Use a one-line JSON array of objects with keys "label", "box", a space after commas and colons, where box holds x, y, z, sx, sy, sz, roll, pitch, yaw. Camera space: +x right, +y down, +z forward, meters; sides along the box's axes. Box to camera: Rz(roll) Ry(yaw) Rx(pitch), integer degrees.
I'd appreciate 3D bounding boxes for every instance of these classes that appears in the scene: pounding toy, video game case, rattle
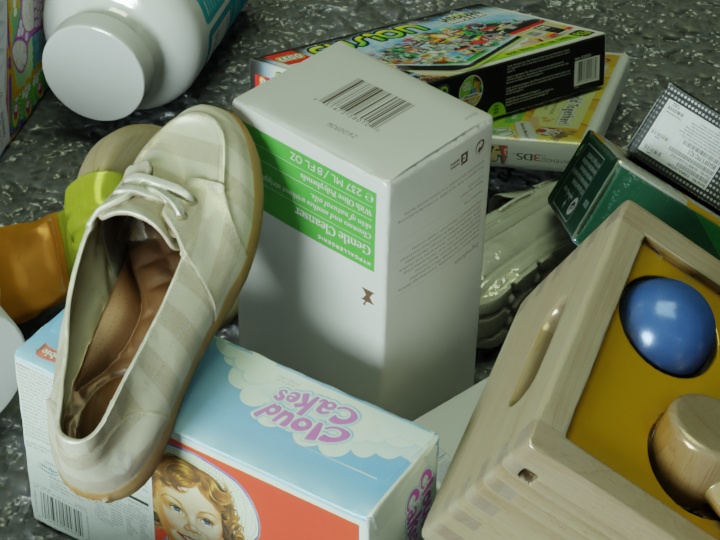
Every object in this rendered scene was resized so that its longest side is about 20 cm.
[{"label": "pounding toy", "box": [0.150, 0.097, 0.857, 0.184, 0.142, 0.200, 34, 49, -6]}, {"label": "video game case", "box": [0.068, -0.107, 1.216, 0.181, 0.023, 0.200, 5, 22, 13]}, {"label": "rattle", "box": [-0.119, -0.013, 1.135, 0.130, 0.143, 0.200, 49, 33, 4]}]

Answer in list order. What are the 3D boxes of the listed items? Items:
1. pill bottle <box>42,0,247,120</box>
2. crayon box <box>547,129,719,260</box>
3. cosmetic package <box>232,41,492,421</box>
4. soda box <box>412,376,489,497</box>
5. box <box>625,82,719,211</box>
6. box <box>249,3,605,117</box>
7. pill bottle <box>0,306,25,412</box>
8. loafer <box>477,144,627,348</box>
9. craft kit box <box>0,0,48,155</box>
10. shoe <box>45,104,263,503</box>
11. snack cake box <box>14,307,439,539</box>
[{"label": "pill bottle", "box": [-0.139, -0.180, 1.277, 0.110, 0.111, 0.200, 12, 39, 11]}, {"label": "crayon box", "box": [0.201, 0.003, 1.035, 0.200, 0.052, 0.126, 30, 9, -6]}, {"label": "cosmetic package", "box": [0.000, 0.000, 0.987, 0.107, 0.201, 0.085, 28, 44, 32]}, {"label": "soda box", "box": [0.101, 0.084, 0.993, 0.200, 0.068, 0.064, -27, 48, -32]}, {"label": "box", "box": [0.241, -0.033, 1.058, 0.200, 0.044, 0.160, 33, 9, 4]}, {"label": "box", "box": [0.043, -0.119, 1.167, 0.200, 0.035, 0.110, -20, 29, -41]}, {"label": "pill bottle", "box": [-0.262, 0.004, 1.038, 0.111, 0.112, 0.200, -23, 45, -29]}, {"label": "loafer", "box": [0.106, -0.026, 1.132, 0.070, 0.070, 0.200, 33, 45, 28]}, {"label": "craft kit box", "box": [-0.222, -0.205, 1.234, 0.048, 0.201, 0.198, 8, 40, 8]}, {"label": "shoe", "box": [-0.094, 0.005, 0.878, 0.070, 0.053, 0.201, 5, 63, 20]}, {"label": "snack cake box", "box": [-0.065, 0.099, 0.927, 0.199, 0.115, 0.067, 22, 43, 22]}]
